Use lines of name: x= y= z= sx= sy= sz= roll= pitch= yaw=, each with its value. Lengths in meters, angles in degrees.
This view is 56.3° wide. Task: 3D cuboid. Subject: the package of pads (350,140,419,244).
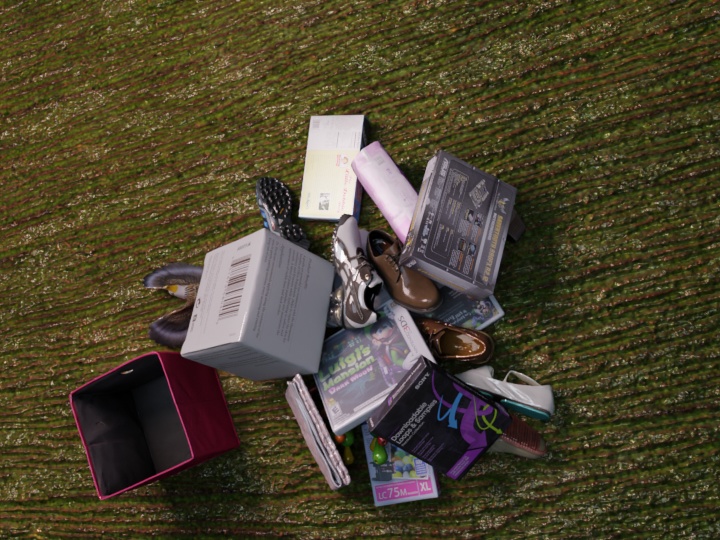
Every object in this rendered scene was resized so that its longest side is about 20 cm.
package of pads: x=0.069 y=-0.124 z=1.205 sx=0.075 sy=0.120 sz=0.201 roll=-36 pitch=69 yaw=4

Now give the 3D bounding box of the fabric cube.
fabric cube: x=-0.370 y=0.275 z=1.238 sx=0.194 sy=0.199 sz=0.202 roll=-25 pitch=78 yaw=10

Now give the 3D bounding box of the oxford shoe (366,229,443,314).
oxford shoe: x=0.067 y=0.000 z=1.160 sx=0.072 sy=0.085 sz=0.200 roll=-36 pitch=53 yaw=-14

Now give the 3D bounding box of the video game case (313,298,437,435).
video game case: x=0.015 y=0.155 z=1.140 sx=0.198 sy=0.023 sz=0.183 roll=-32 pitch=43 yaw=4

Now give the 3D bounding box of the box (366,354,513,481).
box: x=0.128 y=0.240 z=1.075 sx=0.199 sy=0.036 sz=0.144 roll=33 pitch=104 yaw=-21

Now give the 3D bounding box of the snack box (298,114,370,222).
snack box: x=-0.050 y=-0.195 z=1.293 sx=0.114 sy=0.037 sz=0.204 roll=5 pitch=84 yaw=23

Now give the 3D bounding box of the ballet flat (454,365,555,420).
ballet flat: x=0.239 y=0.202 z=1.168 sx=0.197 sy=0.069 sz=0.071 roll=14 pitch=86 yaw=11

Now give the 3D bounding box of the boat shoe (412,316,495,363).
boat shoe: x=0.133 y=0.120 z=1.172 sx=0.197 sy=0.067 sz=0.073 roll=7 pitch=85 yaw=16

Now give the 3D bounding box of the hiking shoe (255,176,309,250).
hiking shoe: x=-0.167 y=-0.090 z=1.295 sx=0.087 sy=0.073 sz=0.202 roll=-52 pitch=50 yaw=42

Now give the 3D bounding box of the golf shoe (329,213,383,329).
golf shoe: x=0.000 y=0.000 z=1.166 sx=0.093 sy=0.077 sz=0.204 roll=-5 pitch=83 yaw=26

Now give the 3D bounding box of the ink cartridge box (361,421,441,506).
ink cartridge box: x=0.066 y=0.308 z=1.205 sx=0.117 sy=0.042 sz=0.203 roll=-13 pitch=78 yaw=13

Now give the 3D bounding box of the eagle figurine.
eagle figurine: x=-0.327 y=0.052 z=1.309 sx=0.198 sy=0.151 sz=0.153 roll=-17 pitch=33 yaw=40

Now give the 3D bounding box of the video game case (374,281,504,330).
video game case: x=0.131 y=0.057 z=1.229 sx=0.199 sy=0.023 sz=0.183 roll=-33 pitch=76 yaw=7

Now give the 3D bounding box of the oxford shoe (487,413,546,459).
oxford shoe: x=0.221 y=0.284 z=1.166 sx=0.197 sy=0.071 sz=0.075 roll=21 pitch=116 yaw=13

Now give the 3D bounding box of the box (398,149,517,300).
box: x=0.164 y=-0.075 z=1.107 sx=0.157 sy=0.048 sz=0.203 roll=23 pitch=69 yaw=-15

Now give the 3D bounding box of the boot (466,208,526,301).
boot: x=0.196 y=-0.067 z=1.186 sx=0.146 sy=0.070 sz=0.201 roll=38 pitch=69 yaw=0

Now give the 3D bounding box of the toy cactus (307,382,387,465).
toy cactus: x=-0.001 y=0.234 z=1.175 sx=0.165 sy=0.103 sz=0.200 roll=-42 pitch=49 yaw=-5

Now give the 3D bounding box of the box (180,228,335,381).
box: x=-0.174 y=0.069 z=1.169 sx=0.199 sy=0.170 sz=0.202 roll=-17 pitch=56 yaw=46

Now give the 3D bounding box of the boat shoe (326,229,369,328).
boat shoe: x=-0.032 y=0.017 z=1.249 sx=0.073 sy=0.068 sz=0.202 roll=26 pitch=67 yaw=-21

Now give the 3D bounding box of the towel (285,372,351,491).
towel: x=-0.078 y=0.286 z=1.171 sx=0.032 sy=0.191 sz=0.202 roll=-24 pitch=76 yaw=-13
